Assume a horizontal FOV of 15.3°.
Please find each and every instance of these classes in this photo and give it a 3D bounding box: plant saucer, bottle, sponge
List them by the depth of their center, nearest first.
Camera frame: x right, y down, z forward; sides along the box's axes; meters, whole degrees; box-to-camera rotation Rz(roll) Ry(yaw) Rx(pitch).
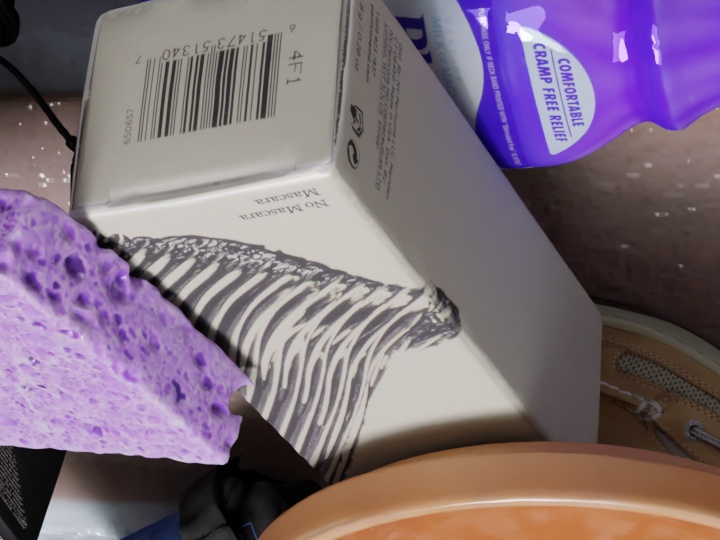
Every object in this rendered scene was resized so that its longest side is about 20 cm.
[{"bbox_3d":[-0.141,0.014,0.752,0.199,0.030,0.112,2,153,32],"label":"sponge"},{"bbox_3d":[0.040,-0.069,0.777,0.199,0.065,0.084,-3,136,14],"label":"bottle"},{"bbox_3d":[0.063,0.103,0.831,0.200,0.032,0.200,3,150,2],"label":"plant saucer"}]

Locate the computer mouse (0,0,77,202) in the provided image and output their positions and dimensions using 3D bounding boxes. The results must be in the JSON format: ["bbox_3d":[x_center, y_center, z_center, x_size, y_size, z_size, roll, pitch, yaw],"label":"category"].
[{"bbox_3d":[-0.089,-0.052,0.848,0.200,0.034,0.059,44,141,-18],"label":"computer mouse"}]

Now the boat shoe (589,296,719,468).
[{"bbox_3d":[0.105,0.068,0.875,0.199,0.076,0.072,18,133,-3],"label":"boat shoe"}]

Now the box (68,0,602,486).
[{"bbox_3d":[0.000,0.000,0.764,0.082,0.069,0.200,-10,147,23],"label":"box"}]

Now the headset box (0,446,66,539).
[{"bbox_3d":[-0.223,0.045,0.922,0.199,0.077,0.149,-16,125,24],"label":"headset box"}]

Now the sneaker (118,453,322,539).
[{"bbox_3d":[-0.071,0.118,0.889,0.111,0.200,0.077,-32,84,26],"label":"sneaker"}]
